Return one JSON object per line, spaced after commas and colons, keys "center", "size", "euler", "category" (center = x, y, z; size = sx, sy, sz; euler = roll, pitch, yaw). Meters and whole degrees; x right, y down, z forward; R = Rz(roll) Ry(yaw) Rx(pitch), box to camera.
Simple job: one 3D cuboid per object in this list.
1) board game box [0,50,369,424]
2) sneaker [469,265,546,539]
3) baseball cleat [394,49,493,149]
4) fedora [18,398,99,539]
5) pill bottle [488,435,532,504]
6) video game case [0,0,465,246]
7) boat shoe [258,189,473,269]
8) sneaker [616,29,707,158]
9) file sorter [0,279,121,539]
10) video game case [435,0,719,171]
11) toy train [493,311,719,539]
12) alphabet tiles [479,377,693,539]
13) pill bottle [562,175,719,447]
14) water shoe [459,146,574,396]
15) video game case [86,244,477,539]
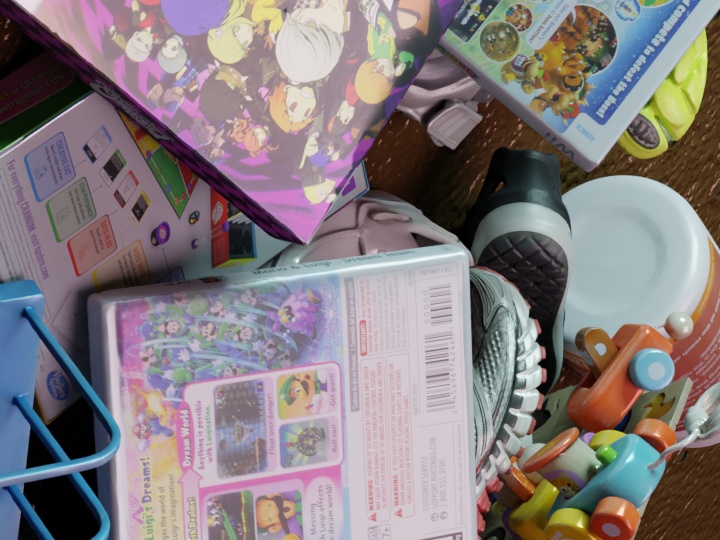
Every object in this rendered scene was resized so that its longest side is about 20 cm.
{"center": [-0.092, -0.046, 1.335], "size": [0.200, 0.040, 0.153], "euler": [-36, 137, -24], "category": "board game box"}
{"center": [0.031, 0.086, 1.481], "size": [0.082, 0.078, 0.200], "euler": [29, 67, -24], "category": "sneaker"}
{"center": [0.072, -0.121, 1.541], "size": [0.200, 0.070, 0.107], "euler": [-11, 131, -40], "category": "baseball cleat"}
{"center": [-0.081, 0.099, 1.428], "size": [0.201, 0.200, 0.092], "euler": [-57, -169, -5], "category": "fedora"}
{"center": [-0.012, 0.119, 1.562], "size": [0.200, 0.111, 0.111], "euler": [-37, 143, -33], "category": "pill bottle"}
{"center": [-0.048, -0.139, 1.272], "size": [0.200, 0.036, 0.181], "euler": [41, 76, -31], "category": "video game case"}
{"center": [0.000, 0.000, 1.490], "size": [0.072, 0.066, 0.200], "euler": [-69, 160, 8], "category": "boat shoe"}
{"center": [0.101, -0.145, 1.439], "size": [0.074, 0.200, 0.084], "euler": [-29, 173, -10], "category": "sneaker"}
{"center": [-0.186, 0.128, 1.258], "size": [0.139, 0.123, 0.200], "euler": [-10, 127, -29], "category": "file sorter"}
{"center": [0.071, -0.162, 1.383], "size": [0.143, 0.200, 0.018], "euler": [-51, -178, -15], "category": "video game case"}
{"center": [0.122, 0.075, 1.525], "size": [0.150, 0.056, 0.200], "euler": [-51, -171, -2], "category": "toy train"}
{"center": [0.098, 0.128, 1.600], "size": [0.006, 0.166, 0.200], "euler": [45, 46, -20], "category": "alphabet tiles"}
{"center": [0.174, 0.032, 1.765], "size": [0.112, 0.112, 0.200], "euler": [-55, 149, -8], "category": "pill bottle"}
{"center": [0.083, 0.009, 1.645], "size": [0.200, 0.071, 0.079], "euler": [108, -11, -56], "category": "water shoe"}
{"center": [-0.032, 0.097, 1.362], "size": [0.182, 0.024, 0.200], "euler": [-8, 104, -24], "category": "video game case"}
